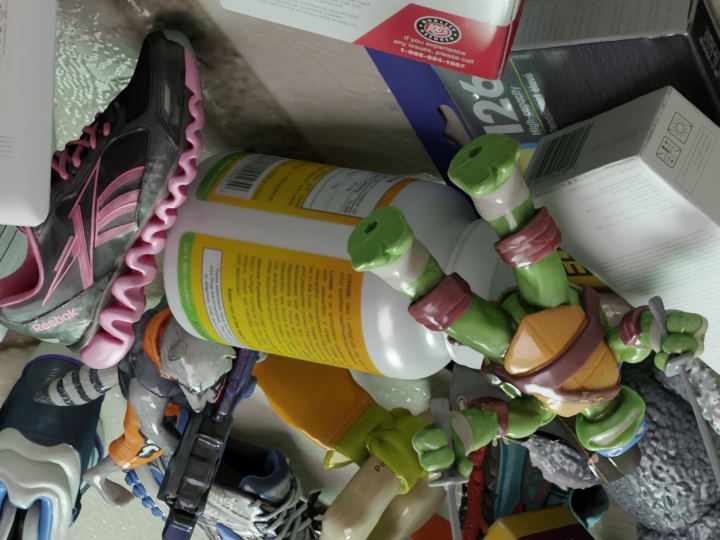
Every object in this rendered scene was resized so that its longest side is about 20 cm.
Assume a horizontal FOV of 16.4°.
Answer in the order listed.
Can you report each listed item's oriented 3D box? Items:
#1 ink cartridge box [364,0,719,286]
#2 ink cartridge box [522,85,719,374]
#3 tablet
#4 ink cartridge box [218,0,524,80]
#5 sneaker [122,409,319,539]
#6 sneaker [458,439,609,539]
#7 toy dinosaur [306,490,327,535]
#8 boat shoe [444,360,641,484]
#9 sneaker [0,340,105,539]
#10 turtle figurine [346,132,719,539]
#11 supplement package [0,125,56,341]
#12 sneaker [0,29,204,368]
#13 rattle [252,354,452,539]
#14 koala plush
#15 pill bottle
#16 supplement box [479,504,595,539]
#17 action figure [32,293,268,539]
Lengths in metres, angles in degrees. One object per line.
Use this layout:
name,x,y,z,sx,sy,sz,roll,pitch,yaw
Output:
ink cartridge box,0.115,-0.065,1.336,0.200,0.047,0.198,-5,140,27
ink cartridge box,0.187,-0.006,1.284,0.200,0.050,0.109,37,152,-20
tablet,-0.222,-0.126,1.306,0.130,0.014,0.200,5,100,9
ink cartridge box,0.019,-0.195,1.160,0.146,0.083,0.200,16,146,4
sneaker,-0.071,0.169,1.698,0.200,0.077,0.085,42,129,-5
sneaker,0.115,0.169,1.620,0.095,0.079,0.200,-5,139,-8
toy dinosaur,-0.012,0.202,1.771,0.200,0.047,0.088,18,153,6
boat shoe,0.090,0.069,1.415,0.075,0.073,0.200,52,178,-35
sneaker,-0.226,0.149,1.701,0.081,0.147,0.200,20,146,-2
turtle figurine,0.089,0.045,1.229,0.144,0.200,0.194,-20,120,38
supplement package,-0.245,-0.068,1.436,0.114,0.110,0.200,15,146,6
sneaker,-0.149,-0.044,1.381,0.095,0.079,0.200,16,106,-17
rattle,-0.006,0.130,1.648,0.143,0.130,0.200,22,174,14
koala plush,0.203,0.123,1.465,0.177,0.184,0.200,-22,118,43
pill bottle,0.000,0.000,1.394,0.200,0.111,0.111,10,146,28
supplement box,0.127,0.260,1.513,0.200,0.103,0.131,47,110,20
action figure,-0.130,0.085,1.523,0.105,0.200,0.193,25,151,-15
